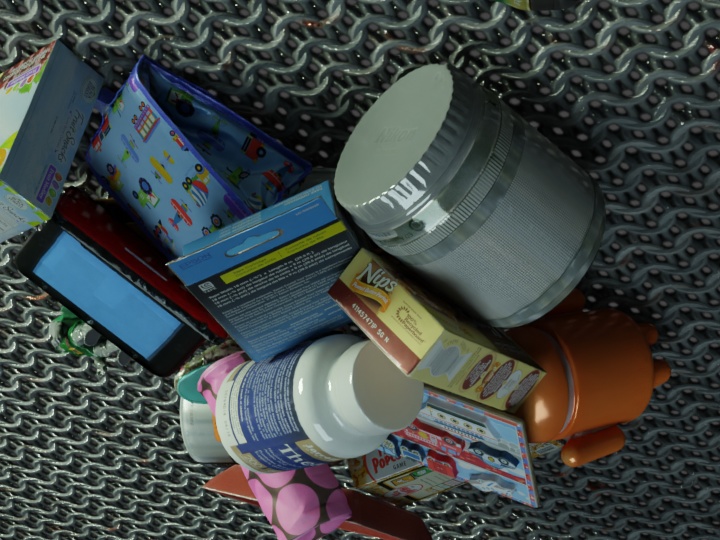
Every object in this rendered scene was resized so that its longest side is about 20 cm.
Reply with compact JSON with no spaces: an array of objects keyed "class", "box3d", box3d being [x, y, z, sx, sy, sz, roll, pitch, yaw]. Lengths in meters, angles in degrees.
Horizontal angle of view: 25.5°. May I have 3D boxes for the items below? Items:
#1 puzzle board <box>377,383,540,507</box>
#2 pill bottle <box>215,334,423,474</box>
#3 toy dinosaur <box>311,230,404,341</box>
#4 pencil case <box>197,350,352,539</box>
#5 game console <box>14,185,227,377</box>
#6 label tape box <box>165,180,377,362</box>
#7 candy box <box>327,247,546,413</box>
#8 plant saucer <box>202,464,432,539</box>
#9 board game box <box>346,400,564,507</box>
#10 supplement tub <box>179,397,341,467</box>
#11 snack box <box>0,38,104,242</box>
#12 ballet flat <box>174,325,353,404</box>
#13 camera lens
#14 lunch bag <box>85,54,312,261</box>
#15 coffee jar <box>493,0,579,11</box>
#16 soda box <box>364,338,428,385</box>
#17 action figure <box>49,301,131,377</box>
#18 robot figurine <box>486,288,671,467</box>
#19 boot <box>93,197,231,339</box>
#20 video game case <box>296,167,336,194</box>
[{"class":"puzzle board","box3d":[0.071,0.156,1.517,0.199,0.017,0.151,18,149,25]},{"class":"pill bottle","box3d":[-0.036,0.120,1.450,0.111,0.111,0.200,36,148,-26]},{"class":"toy dinosaur","box3d":[0.000,0.000,1.513,0.135,0.102,0.200,-29,106,25]},{"class":"pencil case","box3d":[-0.091,0.179,1.591,0.090,0.201,0.094,-23,170,-19]},{"class":"game console","box3d":[-0.236,0.027,1.529,0.200,0.172,0.119,38,98,-10]},{"class":"label tape box","box3d":[-0.071,-0.011,1.372,0.143,0.064,0.200,-23,147,7]},{"class":"candy box","box3d":[0.070,0.055,1.392,0.055,0.115,0.200,-51,147,10]},{"class":"plant saucer","box3d":[-0.038,0.255,1.733,0.199,0.037,0.199,7,166,30]},{"class":"board game box","box3d":[0.102,0.187,1.675,0.199,0.047,0.151,-22,158,12]},{"class":"supplement tub","box3d":[-0.085,0.154,1.734,0.199,0.123,0.123,-3,140,22]},{"class":"snack box","box3d":[-0.338,-0.098,1.452,0.199,0.169,0.068,-22,132,40]},{"class":"ballet flat","box3d":[-0.098,0.090,1.666,0.199,0.064,0.076,-15,123,12]},{"class":"camera lens","box3d":[0.097,-0.059,1.354,0.200,0.161,0.160,36,139,-27]},{"class":"lunch bag","box3d":[-0.169,-0.094,1.464,0.200,0.094,0.151,40,142,-2]},{"class":"coffee jar","box3d":[0.070,-0.249,1.176,0.199,0.086,0.105,7,140,13]},{"class":"soda box","box3d":[0.036,0.105,1.601,0.199,0.064,0.068,-15,143,11]},{"class":"action figure","box3d":[-0.295,0.075,1.724,0.118,0.055,0.200,34,164,-18]},{"class":"robot figurine","box3d":[0.199,0.099,1.529,0.199,0.116,0.145,-10,112,-29]},{"class":"boot","box3d":[-0.192,-0.004,1.611,0.200,0.071,0.144,9,138,1]},{"class":"video game case","box3d":[0.008,-0.026,1.548,0.181,0.024,0.201,2,141,17]}]
